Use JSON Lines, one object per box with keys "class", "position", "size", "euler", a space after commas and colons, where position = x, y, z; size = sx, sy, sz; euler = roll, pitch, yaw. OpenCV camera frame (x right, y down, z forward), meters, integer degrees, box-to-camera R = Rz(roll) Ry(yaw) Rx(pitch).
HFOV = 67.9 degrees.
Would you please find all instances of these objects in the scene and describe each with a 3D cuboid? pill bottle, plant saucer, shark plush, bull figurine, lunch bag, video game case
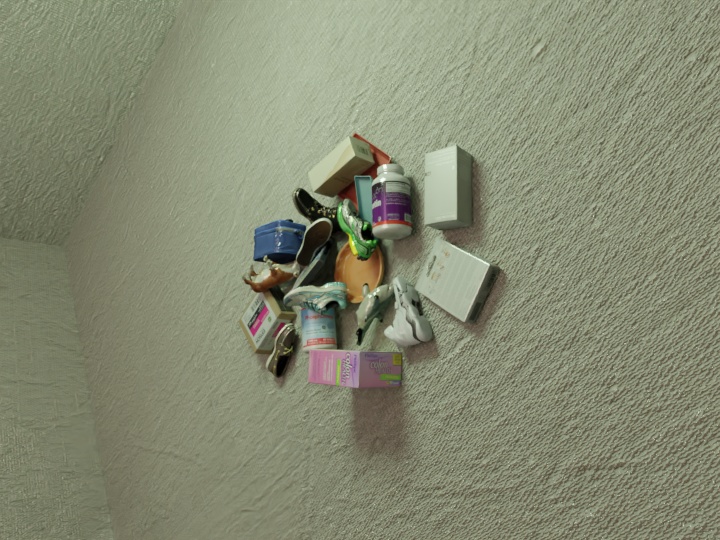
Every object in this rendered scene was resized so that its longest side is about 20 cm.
{"class": "pill bottle", "position": [0.088, -0.195, 1.523], "size": [0.112, 0.112, 0.201], "euler": [-12, 75, 42]}
{"class": "pill bottle", "position": [-0.133, 0.156, 1.679], "size": [0.109, 0.109, 0.201], "euler": [-18, 71, 41]}
{"class": "plant saucer", "position": [0.002, -0.303, 1.677], "size": [0.200, 0.037, 0.200], "euler": [44, 113, 40]}
{"class": "plant saucer", "position": [0.022, -0.184, 1.599], "size": [0.070, 0.019, 0.201], "euler": [11, 114, 45]}
{"class": "shark plush", "position": [0.038, 0.132, 1.538], "size": [0.091, 0.083, 0.201], "euler": [26, 100, 60]}
{"class": "bull figurine", "position": [-0.302, 0.011, 1.807], "size": [0.200, 0.121, 0.065], "euler": [-29, 36, 19]}
{"class": "lunch bag", "position": [-0.275, -0.106, 1.841], "size": [0.200, 0.136, 0.133], "euler": [-13, 74, 42]}
{"class": "video game case", "position": [-0.159, 0.000, 1.712], "size": [0.200, 0.025, 0.181], "euler": [-50, 11, 26]}
{"class": "plant saucer", "position": [0.000, 0.000, 1.628], "size": [0.200, 0.037, 0.201], "euler": [-10, 76, 42]}

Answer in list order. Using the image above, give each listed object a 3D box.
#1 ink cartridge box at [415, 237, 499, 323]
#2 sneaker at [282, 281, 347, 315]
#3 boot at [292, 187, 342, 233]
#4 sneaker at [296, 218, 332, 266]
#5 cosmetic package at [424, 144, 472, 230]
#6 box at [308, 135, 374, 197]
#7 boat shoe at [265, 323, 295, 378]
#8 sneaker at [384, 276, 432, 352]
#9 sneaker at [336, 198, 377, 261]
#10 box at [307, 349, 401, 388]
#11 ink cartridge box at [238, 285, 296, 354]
{"class": "ink cartridge box", "position": [0.246, 0.023, 1.388], "size": [0.200, 0.050, 0.163], "euler": [37, 109, 50]}
{"class": "sneaker", "position": [-0.134, 0.091, 1.601], "size": [0.199, 0.078, 0.087], "euler": [-11, 69, 2]}
{"class": "boot", "position": [-0.109, -0.187, 1.674], "size": [0.150, 0.200, 0.073], "euler": [-1, 47, 39]}
{"class": "sneaker", "position": [-0.145, -0.106, 1.706], "size": [0.200, 0.073, 0.085], "euler": [-51, 12, 38]}
{"class": "cosmetic package", "position": [0.231, -0.212, 1.407], "size": [0.107, 0.090, 0.201], "euler": [-9, 74, 40]}
{"class": "box", "position": [-0.062, -0.317, 1.653], "size": [0.200, 0.095, 0.078], "euler": [-35, 61, 36]}
{"class": "boat shoe", "position": [-0.260, 0.273, 1.811], "size": [0.059, 0.072, 0.201], "euler": [40, 114, 34]}
{"class": "sneaker", "position": [0.111, 0.123, 1.471], "size": [0.115, 0.075, 0.201], "euler": [-37, 62, 30]}
{"class": "sneaker", "position": [-0.002, -0.132, 1.575], "size": [0.085, 0.078, 0.201], "euler": [-43, 63, 39]}
{"class": "box", "position": [-0.016, 0.273, 1.500], "size": [0.199, 0.176, 0.097], "euler": [-6, 78, 43]}
{"class": "ink cartridge box", "position": [-0.334, 0.169, 1.896], "size": [0.200, 0.075, 0.165], "euler": [-55, 50, 21]}
